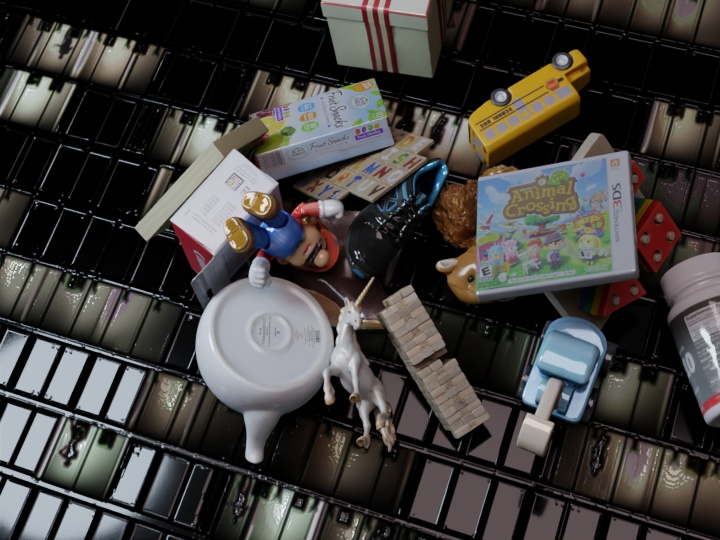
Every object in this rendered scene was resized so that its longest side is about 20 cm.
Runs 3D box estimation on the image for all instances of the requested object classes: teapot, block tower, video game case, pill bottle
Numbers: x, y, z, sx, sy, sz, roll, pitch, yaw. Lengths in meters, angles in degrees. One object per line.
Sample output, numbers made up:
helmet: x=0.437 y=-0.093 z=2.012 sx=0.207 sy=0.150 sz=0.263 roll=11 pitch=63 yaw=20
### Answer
teapot: x=-0.134 y=0.112 z=1.595 sx=0.197 sy=0.146 sz=0.200 roll=42 pitch=57 yaw=10
block tower: x=0.091 y=0.120 z=1.566 sx=0.054 sy=0.058 sz=0.201 roll=-31 pitch=90 yaw=-10
video game case: x=0.240 y=-0.056 z=1.480 sx=0.198 sy=0.022 sz=0.184 roll=-9 pitch=54 yaw=20
pill bottle: x=0.463 y=0.088 z=1.535 sx=0.113 sy=0.114 sz=0.202 roll=-16 pitch=64 yaw=1

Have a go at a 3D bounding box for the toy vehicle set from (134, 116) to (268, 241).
toy vehicle set: x=-0.222 y=-0.128 z=1.671 sx=0.027 sy=0.200 sz=0.124 roll=48 pitch=34 yaw=0

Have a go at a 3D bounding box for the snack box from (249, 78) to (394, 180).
snack box: x=-0.059 y=-0.205 z=1.738 sx=0.198 sy=0.053 sz=0.143 roll=-16 pitch=34 yaw=1

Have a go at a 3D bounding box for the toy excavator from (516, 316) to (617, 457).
toy excavator: x=0.245 y=0.143 z=1.495 sx=0.099 sy=0.200 sz=0.196 roll=20 pitch=79 yaw=16

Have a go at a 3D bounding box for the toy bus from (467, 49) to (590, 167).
toy bus: x=0.249 y=-0.237 z=1.735 sx=0.199 sy=0.065 sz=0.079 roll=-30 pitch=66 yaw=-6

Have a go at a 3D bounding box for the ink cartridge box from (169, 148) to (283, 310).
ink cartridge box: x=-0.188 y=-0.042 z=1.632 sx=0.084 sy=0.200 sz=0.176 roll=37 pitch=75 yaw=12

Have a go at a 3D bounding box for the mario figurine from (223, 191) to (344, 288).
mario figurine: x=-0.084 y=-0.038 z=1.552 sx=0.122 sy=0.199 sz=0.107 roll=-21 pitch=71 yaw=23

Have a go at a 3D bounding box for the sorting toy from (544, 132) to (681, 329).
sorting toy: x=0.320 y=-0.037 z=1.562 sx=0.199 sy=0.200 sz=0.069 roll=-52 pitch=34 yaw=-15

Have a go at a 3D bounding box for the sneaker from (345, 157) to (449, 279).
sneaker: x=0.048 y=-0.077 z=1.607 sx=0.073 sy=0.082 sz=0.201 roll=39 pitch=64 yaw=-15

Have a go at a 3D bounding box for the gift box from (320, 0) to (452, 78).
gift box: x=0.041 y=-0.426 z=1.782 sx=0.182 sy=0.187 sz=0.202 roll=6 pitch=68 yaw=10

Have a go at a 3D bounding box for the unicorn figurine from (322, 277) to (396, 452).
unicorn figurine: x=-0.003 y=0.133 z=1.547 sx=0.073 sy=0.202 sz=0.138 roll=-6 pitch=39 yaw=10

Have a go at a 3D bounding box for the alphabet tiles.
alphabet tiles: x=0.009 y=-0.146 z=1.683 sx=0.167 sy=0.008 sz=0.200 roll=-37 pitch=28 yaw=-14

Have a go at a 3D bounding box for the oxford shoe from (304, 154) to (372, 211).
oxford shoe: x=0.000 y=-0.119 z=1.728 sx=0.198 sy=0.073 sz=0.085 roll=-24 pitch=39 yaw=1

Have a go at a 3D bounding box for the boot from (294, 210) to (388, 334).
boot: x=0.000 y=0.000 z=1.646 sx=0.198 sy=0.072 sz=0.169 roll=2 pitch=82 yaw=18

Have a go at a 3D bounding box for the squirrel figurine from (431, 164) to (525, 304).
squirrel figurine: x=0.182 y=-0.045 z=1.640 sx=0.187 sy=0.141 sz=0.200 roll=-47 pitch=45 yaw=2
